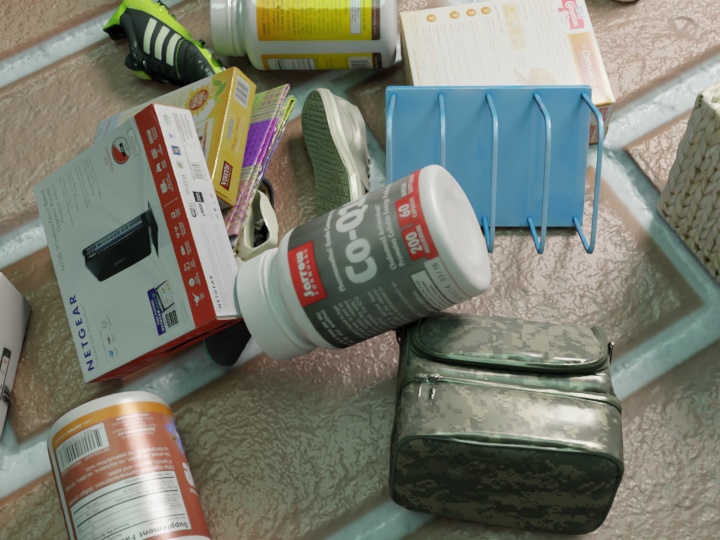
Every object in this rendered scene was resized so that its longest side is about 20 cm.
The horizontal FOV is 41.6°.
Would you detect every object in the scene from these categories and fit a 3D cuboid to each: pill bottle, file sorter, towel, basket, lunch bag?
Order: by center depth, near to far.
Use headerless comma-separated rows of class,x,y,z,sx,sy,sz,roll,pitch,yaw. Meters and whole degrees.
pill bottle,-0.187,0.214,0.792,0.111,0.112,0.202,-20,64,-7
pill bottle,0.000,0.000,0.807,0.198,0.114,0.115,-23,60,21
lunch bag,0.120,0.115,0.815,0.197,0.140,0.169,5,47,5
basket,0.403,-0.094,0.861,0.197,0.201,0.161,-30,63,-12
file sorter,0.121,-0.091,0.887,0.197,0.140,0.123,0,23,3
towel,-0.144,-0.092,0.945,0.142,0.023,0.202,-10,51,37
pill bottle,-0.060,-0.275,1.031,0.197,0.110,0.110,0,63,3

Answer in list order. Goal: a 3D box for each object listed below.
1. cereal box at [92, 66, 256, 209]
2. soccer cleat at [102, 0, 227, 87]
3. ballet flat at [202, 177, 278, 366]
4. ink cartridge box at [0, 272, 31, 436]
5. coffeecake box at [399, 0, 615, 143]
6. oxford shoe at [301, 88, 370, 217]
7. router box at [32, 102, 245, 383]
cereal box,-0.199,-0.109,0.946,0.198,0.039,0.145,-13,58,33
soccer cleat,-0.209,-0.233,1.052,0.081,0.068,0.200,-45,66,0
ballet flat,-0.112,-0.008,0.918,0.072,0.073,0.202,-1,61,3
ink cartridge box,-0.407,0.103,0.877,0.144,0.085,0.202,1,64,4
coffeecake box,0.150,-0.205,1.002,0.197,0.073,0.155,-8,63,0
oxford shoe,-0.014,-0.097,0.967,0.057,0.075,0.202,7,59,-34
router box,-0.204,-0.020,0.866,0.178,0.049,0.202,-26,77,31
